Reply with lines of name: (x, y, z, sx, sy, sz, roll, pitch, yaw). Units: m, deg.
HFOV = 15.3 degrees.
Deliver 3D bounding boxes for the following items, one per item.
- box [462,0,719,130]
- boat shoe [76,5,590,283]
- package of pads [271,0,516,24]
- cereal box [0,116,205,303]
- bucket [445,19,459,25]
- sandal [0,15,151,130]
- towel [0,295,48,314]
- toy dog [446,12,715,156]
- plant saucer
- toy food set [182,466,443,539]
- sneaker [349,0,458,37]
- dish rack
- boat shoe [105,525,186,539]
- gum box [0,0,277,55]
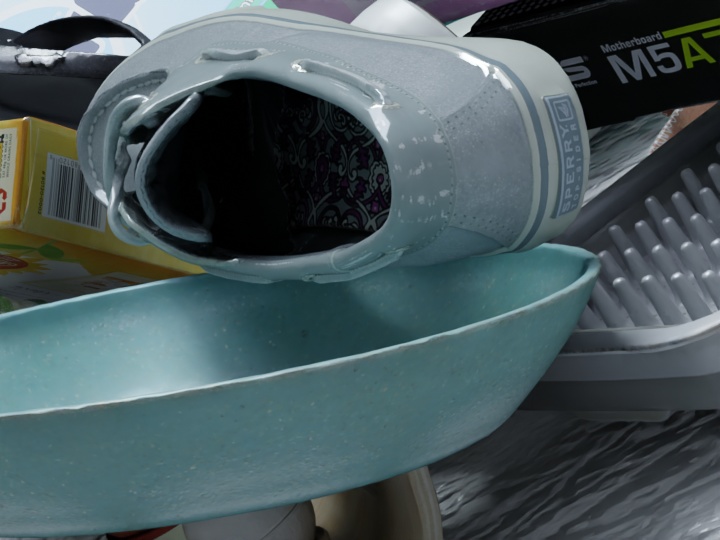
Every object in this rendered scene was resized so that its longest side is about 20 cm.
box: (0.153, -0.124, 0.764, 0.193, 0.048, 0.200, -7, 34, 47)
boat shoe: (-0.029, -0.033, 0.697, 0.071, 0.070, 0.201, -10, 9, -36)
package of pads: (0.066, -0.134, 0.746, 0.200, 0.076, 0.121, -14, 27, 43)
cereal box: (-0.136, -0.012, 0.884, 0.200, 0.040, 0.144, -3, -11, 35)
bucket: (0.048, -0.142, 1.058, 0.135, 0.207, 0.207, -37, 12, -24)
sandal: (-0.118, -0.071, 0.947, 0.200, 0.043, 0.076, 20, 24, 36)
towel: (-0.156, 0.068, 0.765, 0.149, 0.031, 0.200, -64, -14, 3)
toy dog: (0.083, -0.049, 0.901, 0.200, 0.096, 0.132, -9, 17, 25)
plant saucer: (-0.038, 0.029, 0.647, 0.200, 0.036, 0.200, -10, 7, 1)
toy food set: (-0.078, 0.096, 0.705, 0.200, 0.060, 0.144, -33, 12, -8)
sneaker: (0.000, 0.000, 0.787, 0.085, 0.073, 0.200, -44, -17, -22)
dish rack: (0.126, -0.020, 0.712, 0.200, 0.044, 0.172, -36, 13, -22)
boat shoe: (-0.086, 0.053, 0.912, 0.071, 0.063, 0.200, -35, 10, -8)
gum box: (-0.098, -0.081, 1.024, 0.200, 0.045, 0.170, 33, 80, 38)
